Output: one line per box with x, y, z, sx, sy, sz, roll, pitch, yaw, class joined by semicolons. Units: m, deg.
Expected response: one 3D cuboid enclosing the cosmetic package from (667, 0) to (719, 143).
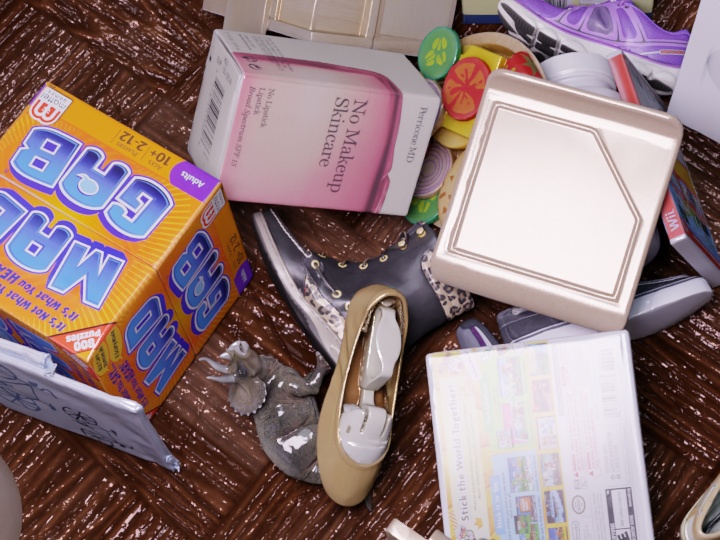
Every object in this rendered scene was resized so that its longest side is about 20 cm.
0.417;-0.196;1.565;0.199;0.200;0.123;33;60;17;cosmetic package

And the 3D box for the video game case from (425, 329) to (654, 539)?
0.156;0.162;1.470;0.181;0.023;0.202;-7;83;12;video game case

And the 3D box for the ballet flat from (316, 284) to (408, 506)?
0.004;0.109;1.496;0.068;0.063;0.202;11;79;-24;ballet flat

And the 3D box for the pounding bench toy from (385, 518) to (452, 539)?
0.034;0.306;1.383;0.124;0.200;0.156;33;72;17;pounding bench toy

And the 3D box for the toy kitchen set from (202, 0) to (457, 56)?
-0.042;-0.239;1.715;0.200;0.180;0.164;26;110;49;toy kitchen set

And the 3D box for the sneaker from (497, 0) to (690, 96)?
0.233;-0.238;1.672;0.199;0.081;0.084;20;78;1;sneaker

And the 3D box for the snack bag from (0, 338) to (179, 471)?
-0.262;0.114;1.500;0.199;0.189;0.022;19;70;13;snack bag

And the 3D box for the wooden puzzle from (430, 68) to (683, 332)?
0.175;-0.062;1.505;0.184;0.037;0.201;17;92;15;wooden puzzle

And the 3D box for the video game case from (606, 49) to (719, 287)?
0.287;-0.094;1.574;0.017;0.143;0.201;-24;64;19;video game case

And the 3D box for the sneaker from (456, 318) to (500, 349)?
0.117;0.141;1.521;0.087;0.074;0.201;-27;67;-2;sneaker

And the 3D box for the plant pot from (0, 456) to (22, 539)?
-0.414;0.196;1.471;0.186;0.200;0.189;-2;66;5;plant pot

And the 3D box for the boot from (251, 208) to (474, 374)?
0.000;0.000;1.592;0.150;0.073;0.201;-31;71;-8;boot

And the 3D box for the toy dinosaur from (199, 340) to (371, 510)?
-0.057;0.139;1.543;0.102;0.077;0.201;-31;99;-6;toy dinosaur

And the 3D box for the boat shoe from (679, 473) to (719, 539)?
0.360;0.173;1.481;0.071;0.076;0.200;35;73;18;boat shoe

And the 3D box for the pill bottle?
0.214;-0.100;1.596;0.112;0.113;0.201;-8;66;2;pill bottle

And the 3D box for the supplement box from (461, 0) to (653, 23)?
0.196;-0.354;1.663;0.198;0.200;0.135;0;66;5;supplement box

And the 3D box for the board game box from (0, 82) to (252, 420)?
-0.246;-0.007;1.545;0.199;0.200;0.200;30;71;17;board game box

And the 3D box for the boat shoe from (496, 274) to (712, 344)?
0.225;0.032;1.564;0.199;0.072;0.068;-19;67;4;boat shoe

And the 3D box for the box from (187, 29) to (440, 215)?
-0.045;-0.136;1.570;0.199;0.129;0.109;4;28;-23;box

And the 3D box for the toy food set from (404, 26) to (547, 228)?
0.100;-0.131;1.604;0.198;0.048;0.201;28;103;46;toy food set
